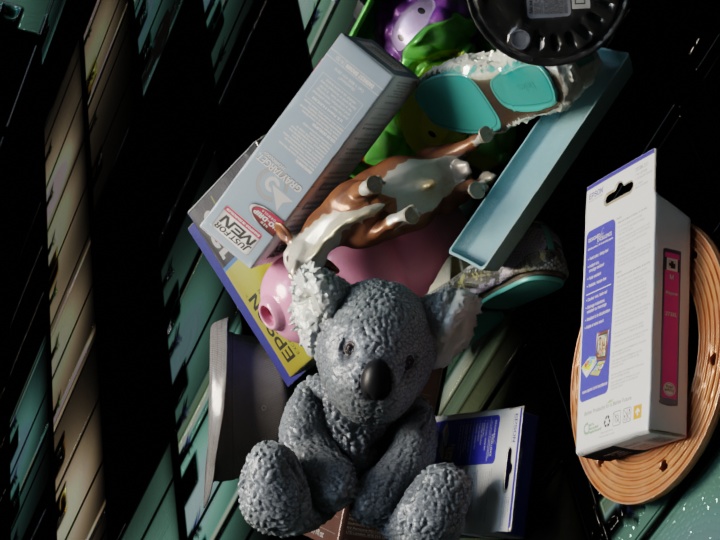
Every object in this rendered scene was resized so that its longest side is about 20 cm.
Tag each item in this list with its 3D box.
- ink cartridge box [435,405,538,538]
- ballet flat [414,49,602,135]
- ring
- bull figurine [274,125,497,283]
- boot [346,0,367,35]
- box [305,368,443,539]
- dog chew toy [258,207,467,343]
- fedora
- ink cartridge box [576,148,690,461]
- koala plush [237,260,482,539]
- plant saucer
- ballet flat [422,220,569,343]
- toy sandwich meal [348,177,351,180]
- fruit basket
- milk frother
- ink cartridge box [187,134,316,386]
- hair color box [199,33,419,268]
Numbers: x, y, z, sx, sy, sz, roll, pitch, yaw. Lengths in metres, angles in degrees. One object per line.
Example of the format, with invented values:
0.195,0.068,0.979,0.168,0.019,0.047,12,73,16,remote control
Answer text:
0.094,0.164,1.418,0.200,0.039,0.100,163,117,-67,ink cartridge box
0.122,-0.149,1.414,0.200,0.072,0.072,1,79,59,ballet flat
0.204,0.064,1.229,0.200,0.019,0.201,-167,90,-69,ring
0.024,-0.055,1.427,0.065,0.200,0.121,62,151,-5,bull figurine
-0.006,-0.178,1.737,0.200,0.066,0.165,-68,-9,22,boot
0.011,0.152,1.585,0.100,0.075,0.201,-177,100,-68,box
0.000,0.000,1.518,0.124,0.200,0.125,37,141,38,dog chew toy
-0.115,0.147,1.845,0.177,0.090,0.201,-106,19,-78,fedora
0.187,0.025,1.219,0.095,0.037,0.201,147,129,-62,ink cartridge box
0.004,0.096,1.391,0.184,0.177,0.201,-81,-3,-80,koala plush
0.142,-0.086,1.375,0.200,0.019,0.070,-56,23,-1,plant saucer
0.100,0.011,1.444,0.200,0.072,0.072,-35,47,51,ballet flat
-0.014,-0.024,1.739,0.205,0.070,0.206,-168,90,-68,toy sandwich meal
0.053,-0.158,1.556,0.216,0.155,0.216,-55,21,34,fruit basket
0.190,-0.246,1.302,0.188,0.199,0.181,-67,-9,-68,milk frother
-0.086,-0.002,1.715,0.198,0.047,0.200,57,136,8,ink cartridge box
-0.041,-0.099,1.478,0.200,0.061,0.099,-53,-10,12,hair color box
